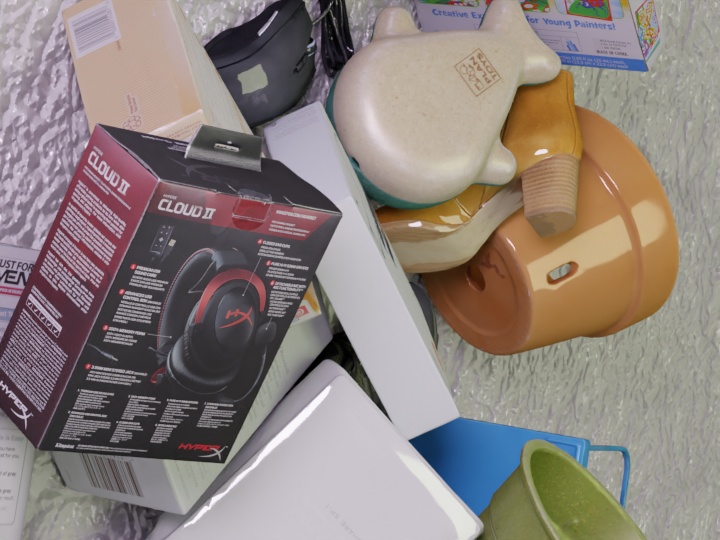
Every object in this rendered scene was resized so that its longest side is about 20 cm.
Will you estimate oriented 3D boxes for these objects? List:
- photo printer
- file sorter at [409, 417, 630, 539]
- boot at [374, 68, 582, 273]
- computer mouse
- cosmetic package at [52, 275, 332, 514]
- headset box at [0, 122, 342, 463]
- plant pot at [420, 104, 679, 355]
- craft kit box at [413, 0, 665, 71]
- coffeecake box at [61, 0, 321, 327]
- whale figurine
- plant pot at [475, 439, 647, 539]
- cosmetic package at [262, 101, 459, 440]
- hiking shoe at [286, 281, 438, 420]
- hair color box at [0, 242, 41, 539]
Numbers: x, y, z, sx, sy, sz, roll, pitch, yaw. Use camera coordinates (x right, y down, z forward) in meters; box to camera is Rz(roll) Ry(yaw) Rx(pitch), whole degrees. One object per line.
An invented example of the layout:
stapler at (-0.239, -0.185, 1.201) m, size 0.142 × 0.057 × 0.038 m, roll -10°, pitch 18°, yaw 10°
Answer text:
photo printer at (-0.039, 0.186, 1.555) m, size 0.200 × 0.069 × 0.166 m, roll -43°, pitch 101°, yaw -8°
file sorter at (0.102, 0.188, 1.817) m, size 0.123 × 0.200 × 0.139 m, roll 8°, pitch 90°, yaw -61°
boot at (0.076, -0.082, 1.769) m, size 0.071 × 0.201 × 0.144 m, roll 57°, pitch 26°, yaw -54°
computer mouse at (-0.054, -0.180, 1.623) m, size 0.200 × 0.046 × 0.141 m, roll -34°, pitch 126°, yaw -50°
cosmetic package at (-0.114, 0.070, 1.534) m, size 0.200 × 0.102 × 0.074 m, roll -52°, pitch 139°, yaw -41°
headset box at (-0.112, 0.008, 1.337) m, size 0.149 × 0.075 × 0.200 m, roll 8°, pitch 114°, yaw -45°
plant pot at (0.139, -0.021, 1.858) m, size 0.140 × 0.200 × 0.200 m, roll -28°, pitch 122°, yaw -32°
craft kit box at (0.118, -0.246, 1.742) m, size 0.049 × 0.200 × 0.198 m, roll -60°, pitch 143°, yaw -32°
coffeecake box at (-0.108, -0.068, 1.464) m, size 0.154 × 0.073 × 0.200 m, roll -110°, pitch 174°, yaw -45°
whale figurine at (0.058, -0.127, 1.709) m, size 0.200 × 0.104 × 0.159 m, roll -39°, pitch 92°, yaw -31°
plant pot at (0.112, 0.258, 1.643) m, size 0.200 × 0.190 × 0.200 m, roll 45°, pitch 18°, yaw -19°
cosmetic package at (0.000, 0.000, 1.607) m, size 0.151 × 0.052 × 0.200 m, roll -104°, pitch 170°, yaw -58°
hiking shoe at (-0.004, 0.076, 1.735) m, size 0.200 × 0.076 × 0.101 m, roll -61°, pitch 146°, yaw -29°
hair color box at (-0.244, 0.080, 1.364) m, size 0.099 × 0.061 × 0.200 m, roll 11°, pitch 88°, yaw -59°
